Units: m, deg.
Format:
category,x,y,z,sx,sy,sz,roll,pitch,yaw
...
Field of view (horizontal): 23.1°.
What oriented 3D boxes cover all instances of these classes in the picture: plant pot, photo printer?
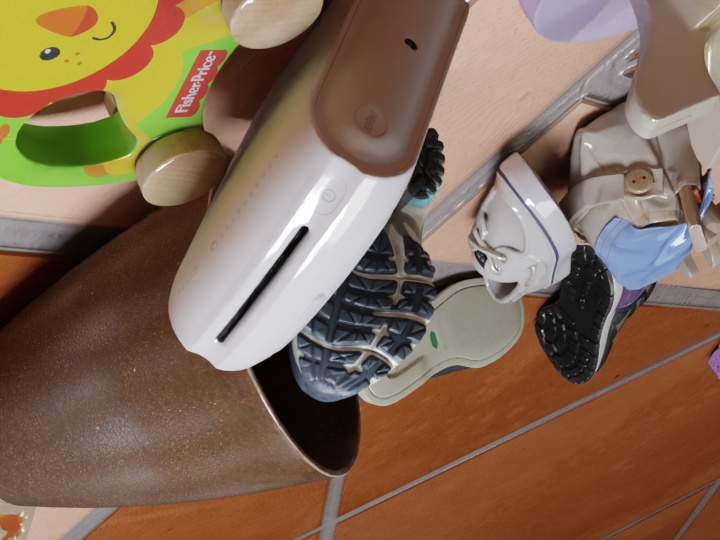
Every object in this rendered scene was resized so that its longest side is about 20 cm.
category,x,y,z,sx,sy,sz,roll,pitch,yaw
plant pot,-0.129,0.062,1.032,0.199,0.188,0.187,-21,161,15
photo printer,-0.023,-0.052,0.887,0.166,0.069,0.200,-51,-168,39

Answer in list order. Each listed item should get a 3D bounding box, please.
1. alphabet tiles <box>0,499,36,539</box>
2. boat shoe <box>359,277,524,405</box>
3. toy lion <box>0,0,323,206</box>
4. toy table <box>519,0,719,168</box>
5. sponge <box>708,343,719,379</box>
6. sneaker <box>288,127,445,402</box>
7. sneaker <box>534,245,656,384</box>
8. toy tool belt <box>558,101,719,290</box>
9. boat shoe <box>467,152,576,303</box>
category,x,y,z,sx,sy,sz,roll,pitch,yaw
alphabet tiles,-0.280,0.173,1.101,0.166,0.006,0.201,11,99,-46
boat shoe,0.050,0.049,1.371,0.200,0.072,0.067,-20,-167,-41
toy lion,-0.129,-0.106,0.804,0.191,0.069,0.200,-7,149,-32
toy table,0.207,-0.154,1.043,0.200,0.117,0.184,-27,158,-11
sponge,0.454,0.041,1.888,0.111,0.030,0.200,-21,157,-22
sneaker,0.000,0.000,1.035,0.077,0.200,0.086,25,143,-10
sneaker,0.214,0.027,1.501,0.087,0.076,0.200,-28,159,-22
toy tool belt,0.213,-0.035,1.293,0.125,0.123,0.200,-29,158,-4
boat shoe,0.108,-0.023,1.267,0.066,0.072,0.200,-34,167,-3
